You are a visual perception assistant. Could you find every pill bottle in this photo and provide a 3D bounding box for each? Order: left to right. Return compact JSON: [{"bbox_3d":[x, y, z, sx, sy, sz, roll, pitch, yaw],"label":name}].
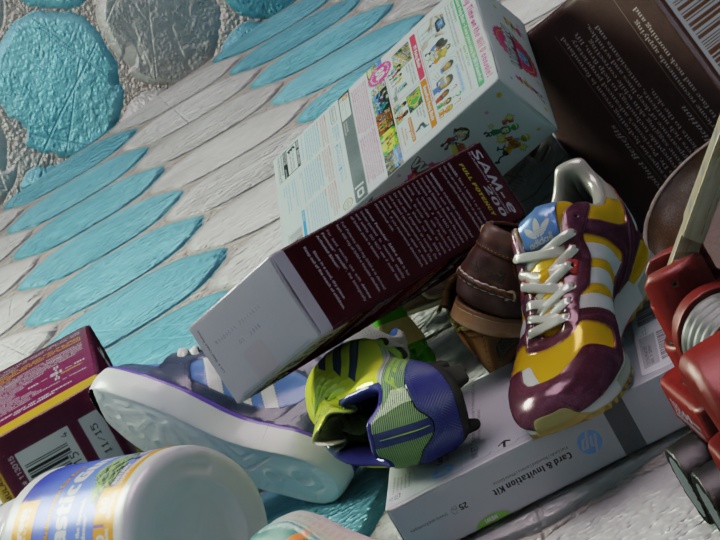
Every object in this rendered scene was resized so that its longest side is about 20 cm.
[{"bbox_3d":[-0.157,0.174,1.528,0.199,0.112,0.112,-14,20,49],"label":"pill bottle"}]

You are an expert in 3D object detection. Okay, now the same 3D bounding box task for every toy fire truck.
[{"bbox_3d":[0.188,0.022,1.149,0.128,0.201,0.176,-30,13,-1],"label":"toy fire truck"}]

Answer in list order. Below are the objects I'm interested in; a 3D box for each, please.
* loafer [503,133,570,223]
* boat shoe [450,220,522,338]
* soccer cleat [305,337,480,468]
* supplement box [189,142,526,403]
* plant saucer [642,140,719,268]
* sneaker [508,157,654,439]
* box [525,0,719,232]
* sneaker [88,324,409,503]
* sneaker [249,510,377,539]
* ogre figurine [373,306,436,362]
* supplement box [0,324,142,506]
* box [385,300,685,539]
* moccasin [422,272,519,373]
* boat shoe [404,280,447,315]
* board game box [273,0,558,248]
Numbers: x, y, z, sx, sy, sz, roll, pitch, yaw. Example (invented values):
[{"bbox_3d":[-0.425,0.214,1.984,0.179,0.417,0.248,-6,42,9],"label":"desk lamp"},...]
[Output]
[{"bbox_3d":[0.098,-0.061,1.723,0.070,0.070,0.200,-16,10,30],"label":"loafer"},{"bbox_3d":[0.128,-0.003,1.527,0.070,0.071,0.200,20,14,27],"label":"boat shoe"},{"bbox_3d":[-0.002,0.081,1.450,0.083,0.065,0.200,-19,8,-21],"label":"soccer cleat"},{"bbox_3d":[0.000,0.000,1.509,0.200,0.061,0.109,-31,-6,-41],"label":"supplement box"},{"bbox_3d":[0.269,-0.037,1.464,0.199,0.032,0.201,-19,33,13],"label":"plant saucer"},{"bbox_3d":[0.113,0.014,1.385,0.075,0.090,0.200,-22,22,26],"label":"sneaker"},{"bbox_3d":[0.238,-0.157,1.694,0.164,0.166,0.200,-37,1,-27],"label":"box"},{"bbox_3d":[-0.065,0.065,1.618,0.199,0.081,0.147,15,57,23],"label":"sneaker"},{"bbox_3d":[-0.030,0.183,1.311,0.080,0.072,0.200,-31,14,-24],"label":"sneaker"},{"bbox_3d":[0.000,0.025,1.744,0.098,0.201,0.120,10,-23,-31],"label":"ogre figurine"},{"bbox_3d":[-0.204,0.135,1.739,0.103,0.131,0.200,-29,14,-3],"label":"supplement box"},{"bbox_3d":[0.112,0.085,1.434,0.199,0.041,0.156,-27,13,9],"label":"box"},{"bbox_3d":[0.086,0.022,1.640,0.073,0.078,0.201,-30,13,9],"label":"moccasin"},{"bbox_3d":[0.089,-0.020,1.842,0.199,0.072,0.065,-34,-24,-4],"label":"boat shoe"},{"bbox_3d":[0.033,-0.088,1.672,0.200,0.064,0.148,-42,29,20],"label":"board game box"}]
